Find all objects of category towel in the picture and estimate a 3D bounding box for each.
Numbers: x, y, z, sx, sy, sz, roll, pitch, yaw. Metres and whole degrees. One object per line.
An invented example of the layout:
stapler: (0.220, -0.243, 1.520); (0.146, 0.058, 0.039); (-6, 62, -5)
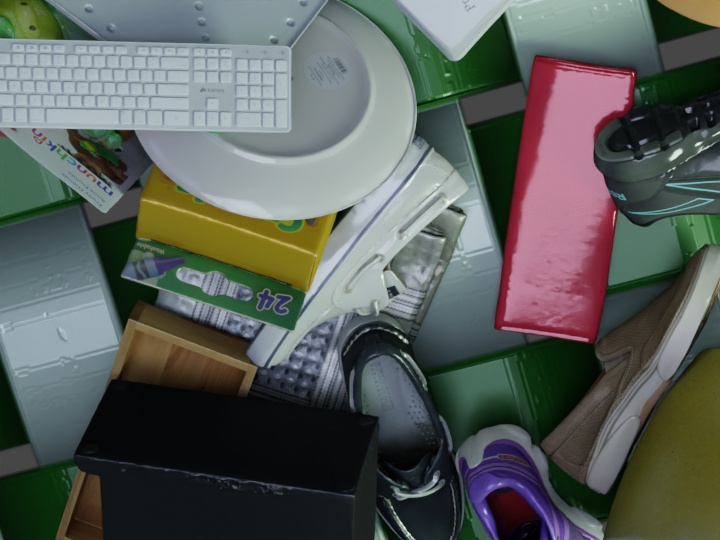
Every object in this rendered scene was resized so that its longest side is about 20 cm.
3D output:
towel: (-0.044, 0.008, 1.539); (0.192, 0.035, 0.201); (22, 106, 0)

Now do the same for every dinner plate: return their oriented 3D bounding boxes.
dinner plate: (-0.058, -0.123, 1.438); (0.199, 0.201, 0.024); (20, 146, 1)

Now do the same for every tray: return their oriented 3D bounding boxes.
tray: (-0.149, 0.129, 1.566); (0.098, 0.037, 0.201); (20, 116, -2)

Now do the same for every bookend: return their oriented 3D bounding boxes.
bookend: (-0.092, 0.196, 1.520); (0.198, 0.092, 0.201); (7, 124, 9)

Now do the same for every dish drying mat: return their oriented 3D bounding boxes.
dish drying mat: (0.146, -0.049, 1.511); (0.076, 0.018, 0.201); (8, 106, 4)

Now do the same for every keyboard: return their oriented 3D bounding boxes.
keyboard: (-0.143, -0.118, 1.358); (0.199, 0.011, 0.057); (0, 82, -10)

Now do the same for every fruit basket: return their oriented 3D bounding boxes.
fruit basket: (-0.213, -0.131, 1.436); (0.185, 0.200, 0.094); (40, 105, -4)

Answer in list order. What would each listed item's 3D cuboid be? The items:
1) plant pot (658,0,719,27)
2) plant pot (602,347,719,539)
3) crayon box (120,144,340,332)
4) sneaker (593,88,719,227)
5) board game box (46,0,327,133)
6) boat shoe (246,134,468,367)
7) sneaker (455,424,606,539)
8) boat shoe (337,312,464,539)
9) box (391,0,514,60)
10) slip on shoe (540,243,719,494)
plant pot: (0.242, -0.251, 1.362); (0.200, 0.200, 0.140); (32, 130, -3)
plant pot: (0.275, 0.132, 1.471); (0.199, 0.200, 0.143); (8, 79, 4)
crayon box: (-0.072, -0.069, 1.445); (0.125, 0.201, 0.052); (18, 147, 1)
sneaker: (0.262, -0.089, 1.471); (0.199, 0.076, 0.080); (-16, 126, 8)
board game box: (-0.122, -0.215, 1.427); (0.200, 0.200, 0.026); (37, 149, -4)
boat shoe: (0.000, 0.000, 1.489); (0.070, 0.071, 0.200); (38, 100, -5)
sneaker: (0.130, 0.206, 1.536); (0.080, 0.084, 0.200); (-31, 114, 20)
boat shoe: (0.030, 0.130, 1.534); (0.075, 0.060, 0.201); (-23, 114, 1)
box: (0.040, -0.260, 1.374); (0.199, 0.200, 0.131); (44, 103, -6)
slip on shoe: (0.196, 0.063, 1.511); (0.060, 0.076, 0.201); (30, 112, 10)
